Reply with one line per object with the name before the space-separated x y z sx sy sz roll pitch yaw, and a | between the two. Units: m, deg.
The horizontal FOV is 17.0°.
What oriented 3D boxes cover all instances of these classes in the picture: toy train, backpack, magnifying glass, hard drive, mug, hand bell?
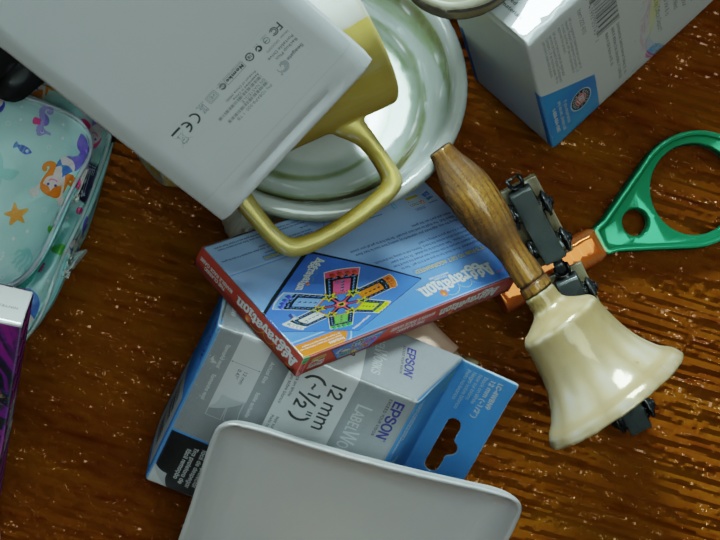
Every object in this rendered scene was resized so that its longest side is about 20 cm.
toy train | 0.144 0.020 1.607 0.034 0.046 0.200 -26 108 6
backpack | -0.258 -0.038 1.512 0.177 0.151 0.200 22 89 -8
magnifying glass | 0.179 -0.029 1.646 0.200 0.022 0.080 -29 93 -12
hard drive | -0.106 -0.133 1.377 0.132 0.027 0.200 -46 123 8
mug | -0.070 -0.115 1.475 0.153 0.149 0.187 -33 61 -9
hand bell | 0.107 0.005 1.542 0.104 0.104 0.200 -37 95 -9

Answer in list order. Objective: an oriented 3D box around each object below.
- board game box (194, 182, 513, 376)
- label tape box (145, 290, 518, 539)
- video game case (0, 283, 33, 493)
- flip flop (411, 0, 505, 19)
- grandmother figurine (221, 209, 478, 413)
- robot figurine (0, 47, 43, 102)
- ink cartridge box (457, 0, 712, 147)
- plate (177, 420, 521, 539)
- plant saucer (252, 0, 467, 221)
board game box | 0.000 0.000 1.538 0.200 0.019 0.103 -20 56 -43
label tape box | -0.019 0.102 1.545 0.200 0.066 0.143 23 126 -7
video game case | -0.301 0.068 1.475 0.181 0.200 0.036 14 44 -3
flip flop | 0.095 -0.240 1.499 0.081 0.058 0.200 36 77 27
grandmother figurine | -0.018 0.015 1.593 0.200 0.061 0.121 47 54 -2
robot figurine | -0.220 -0.183 1.400 0.200 0.125 0.150 -44 92 -8
ink cartridge box | 0.162 -0.200 1.580 0.200 0.145 0.085 -41 64 -9
plate | -0.020 0.183 1.547 0.199 0.032 0.200 16 127 -8
plant saucer | -0.032 -0.117 1.582 0.200 0.050 0.200 2 68 -5
